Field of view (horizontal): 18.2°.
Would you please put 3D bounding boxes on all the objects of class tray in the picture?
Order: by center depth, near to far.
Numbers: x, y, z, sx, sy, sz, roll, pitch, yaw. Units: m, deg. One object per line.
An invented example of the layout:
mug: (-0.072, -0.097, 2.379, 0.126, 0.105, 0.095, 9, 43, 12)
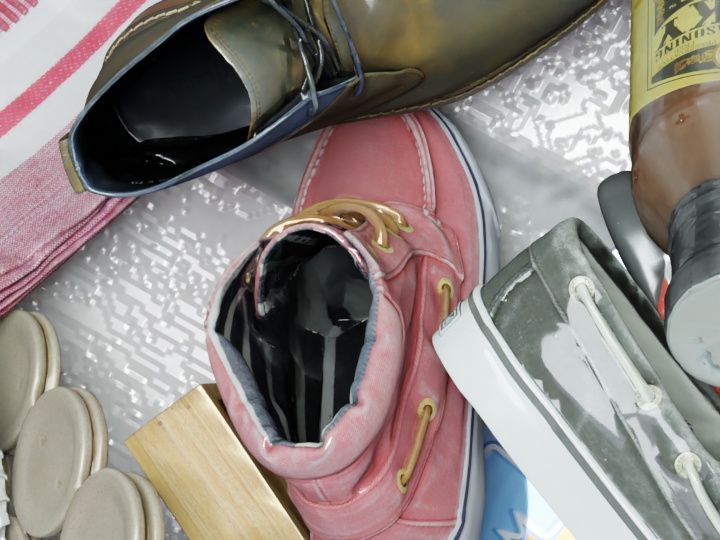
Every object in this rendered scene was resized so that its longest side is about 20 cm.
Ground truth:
tray: (0.002, 0.129, 0.750, 0.037, 0.099, 0.200, -35, 81, 9)

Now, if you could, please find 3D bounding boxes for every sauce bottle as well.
sauce bottle: (0.111, -0.043, 0.667, 0.064, 0.200, 0.065, 3, 127, 4)

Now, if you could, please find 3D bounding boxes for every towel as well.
towel: (-0.150, -0.092, 0.802, 0.200, 0.023, 0.144, 42, 69, 11)

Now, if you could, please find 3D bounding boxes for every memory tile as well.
memory tile: (-0.107, 0.117, 0.733, 0.200, 0.017, 0.154, 49, 119, 51)

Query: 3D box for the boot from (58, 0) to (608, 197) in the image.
boot: (-0.002, -0.070, 0.703, 0.199, 0.097, 0.075, -21, 106, 21)

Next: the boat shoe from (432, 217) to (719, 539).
boat shoe: (0.107, 0.074, 0.658, 0.064, 0.071, 0.200, -42, 88, 17)

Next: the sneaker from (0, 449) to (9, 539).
sneaker: (-0.176, 0.029, 0.753, 0.069, 0.099, 0.201, -19, 100, -23)

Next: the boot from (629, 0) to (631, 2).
boot: (0.181, -0.146, 0.756, 0.199, 0.090, 0.073, -20, 109, 33)

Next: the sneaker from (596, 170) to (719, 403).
sneaker: (0.171, 0.025, 0.701, 0.108, 0.067, 0.202, -39, 86, 15)

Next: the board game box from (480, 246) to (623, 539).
board game box: (0.110, 0.102, 0.764, 0.151, 0.037, 0.200, -40, 80, 6)

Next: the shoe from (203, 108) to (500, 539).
shoe: (0.000, 0.000, 0.718, 0.071, 0.091, 0.201, -13, 50, 16)
